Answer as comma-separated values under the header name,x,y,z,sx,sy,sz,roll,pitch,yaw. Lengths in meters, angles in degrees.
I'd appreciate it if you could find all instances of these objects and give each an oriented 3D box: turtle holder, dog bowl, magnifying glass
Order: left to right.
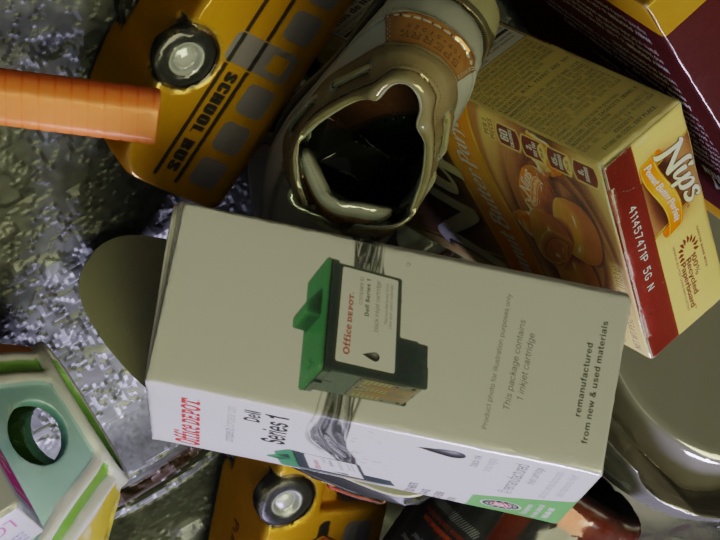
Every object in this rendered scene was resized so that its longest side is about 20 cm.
name,x,y,z,sx,sy,sz,roll,pitch,yaw
magnifying glass,-0.186,-0.078,1.088,0.199,0.022,0.080,6,118,-8
turtle holder,-0.172,0.115,1.166,0.131,0.186,0.141,-32,154,-4
dog bowl,0.182,0.037,1.291,0.199,0.201,0.059,-9,163,-21

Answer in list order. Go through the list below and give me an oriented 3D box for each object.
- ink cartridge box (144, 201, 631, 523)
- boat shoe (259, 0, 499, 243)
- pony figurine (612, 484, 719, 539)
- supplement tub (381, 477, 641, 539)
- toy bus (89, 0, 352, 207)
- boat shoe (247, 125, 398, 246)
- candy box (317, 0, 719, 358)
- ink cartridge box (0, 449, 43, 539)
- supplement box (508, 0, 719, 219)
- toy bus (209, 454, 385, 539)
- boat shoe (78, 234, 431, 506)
name,x,y,z,sx,sy,sz,roll,pitch,yaw
ink cartridge box,0.007,0.044,1.114,0.199,0.146,0.085,11,76,0
boat shoe,-0.004,-0.049,1.102,0.074,0.069,0.200,26,140,-1
pony figurine,0.114,0.168,1.363,0.192,0.167,0.201,16,100,-6
supplement tub,0.045,0.176,1.262,0.107,0.107,0.200,29,100,-37
toy bus,-0.049,-0.132,1.131,0.078,0.065,0.200,22,110,-35
boat shoe,0.000,0.000,1.249,0.057,0.067,0.201,-41,128,-25
candy box,0.070,-0.052,1.154,0.055,0.200,0.116,-39,133,-23
ink cartridge box,-0.234,0.063,1.101,0.119,0.200,0.042,-33,154,-2
supplement box,0.162,-0.133,1.142,0.133,0.197,0.200,-42,130,-4
toy bus,-0.040,0.156,1.320,0.078,0.065,0.201,-2,122,-25
boat shoe,-0.046,0.051,1.213,0.201,0.063,0.074,29,79,2
